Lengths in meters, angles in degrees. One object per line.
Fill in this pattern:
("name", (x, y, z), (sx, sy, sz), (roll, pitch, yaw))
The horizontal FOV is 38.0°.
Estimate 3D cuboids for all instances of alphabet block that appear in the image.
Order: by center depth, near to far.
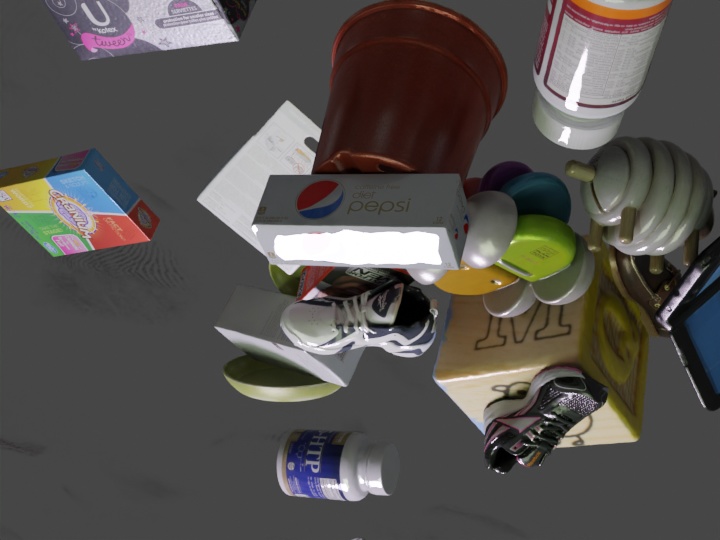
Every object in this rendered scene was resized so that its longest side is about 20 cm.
("alphabet block", (0.236, 0.096, 1.327), (0.198, 0.198, 0.195), (-12, 137, 35))

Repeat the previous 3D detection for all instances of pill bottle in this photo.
("pill bottle", (0.222, -0.215, 0.981), (0.108, 0.110, 0.201), (13, 146, 7))
("pill bottle", (-0.037, 0.346, 1.853), (0.198, 0.121, 0.120), (-1, 141, 24))

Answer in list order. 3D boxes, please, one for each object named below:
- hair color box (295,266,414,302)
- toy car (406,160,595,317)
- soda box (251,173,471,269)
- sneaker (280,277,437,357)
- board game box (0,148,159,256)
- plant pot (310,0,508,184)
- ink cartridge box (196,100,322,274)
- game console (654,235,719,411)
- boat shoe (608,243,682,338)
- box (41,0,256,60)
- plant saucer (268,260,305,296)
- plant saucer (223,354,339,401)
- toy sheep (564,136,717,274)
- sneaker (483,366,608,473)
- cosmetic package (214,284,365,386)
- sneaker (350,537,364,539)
("hair color box", (0.000, 0.000, 1.342), (0.101, 0.062, 0.200), (19, 150, -17))
("toy car", (0.156, -0.045, 1.156), (0.174, 0.152, 0.199), (24, 156, -29))
("soda box", (0.001, -0.047, 0.998), (0.198, 0.069, 0.064), (1, 142, 22))
("sneaker", (0.005, 0.050, 1.286), (0.197, 0.080, 0.130), (12, 150, -6))
("board game box", (-0.408, -0.093, 1.482), (0.198, 0.041, 0.153), (-7, 138, 31))
("plant pot", (0.040, -0.139, 1.089), (0.198, 0.197, 0.202), (12, 145, 8))
("ink cartridge box", (-0.087, -0.107, 1.317), (0.162, 0.057, 0.200), (39, 120, -14))
("game console", (0.423, 0.022, 1.117), (0.116, 0.199, 0.177), (45, 149, 19))
("boat shoe", (0.365, 0.018, 1.275), (0.070, 0.071, 0.200), (-2, 150, 37))
("box", (-0.214, -0.301, 1.047), (0.198, 0.116, 0.133), (0, 141, 24))
("plant saucer", (-0.030, 0.007, 1.464), (0.198, 0.031, 0.201), (11, 145, 8))
("plant saucer", (-0.109, 0.161, 1.586), (0.198, 0.200, 0.031), (4, 102, 19))
("toy sheep", (0.300, -0.077, 1.113), (0.198, 0.139, 0.138), (18, 148, -29))
("sneaker", (0.212, 0.185, 1.213), (0.080, 0.087, 0.200), (25, 144, -14))
("cosmetic package", (-0.102, 0.092, 1.517), (0.199, 0.082, 0.113), (8, 153, 43))
("sneaker", (-0.025, 0.657, 2.295), (0.198, 0.080, 0.130), (-27, 118, 33))
